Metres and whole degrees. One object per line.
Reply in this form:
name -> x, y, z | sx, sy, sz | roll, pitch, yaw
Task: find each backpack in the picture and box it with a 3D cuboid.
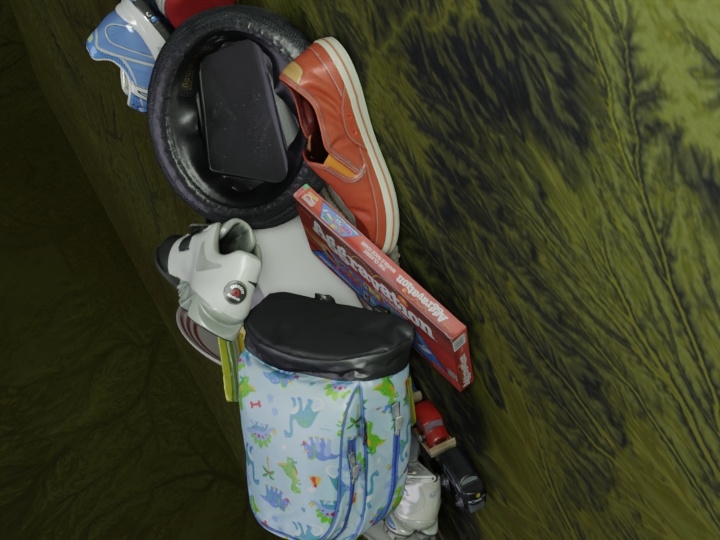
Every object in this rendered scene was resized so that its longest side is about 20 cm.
backpack -> -0.031, 0.140, 1.255 | 0.163, 0.154, 0.201 | 14, 130, 31

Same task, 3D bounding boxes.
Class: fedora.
fedora -> -0.096, -0.142, 1.303 | 0.201, 0.200, 0.092 | 67, -157, -9

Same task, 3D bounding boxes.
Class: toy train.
toy train -> 0.064, 0.154, 1.412 | 0.200, 0.034, 0.046 | 54, 159, 39

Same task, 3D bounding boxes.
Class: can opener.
can opener -> 0.024, 0.167, 1.445 | 0.200, 0.053, 0.067 | -147, 64, -70

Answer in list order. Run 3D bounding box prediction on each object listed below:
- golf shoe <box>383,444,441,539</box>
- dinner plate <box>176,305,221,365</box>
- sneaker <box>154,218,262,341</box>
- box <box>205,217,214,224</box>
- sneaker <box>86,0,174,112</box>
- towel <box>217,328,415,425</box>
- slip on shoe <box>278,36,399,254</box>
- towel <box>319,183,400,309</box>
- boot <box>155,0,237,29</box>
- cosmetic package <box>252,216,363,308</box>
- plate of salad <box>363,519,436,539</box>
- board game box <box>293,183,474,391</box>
golf shoe -> 0.038, 0.194, 1.564 | 0.200, 0.078, 0.098 | 54, 138, 43
dinner plate -> -0.121, 0.083, 1.689 | 0.200, 0.199, 0.024 | 50, 128, 48
sneaker -> -0.127, -0.009, 1.291 | 0.074, 0.089, 0.200 | 28, -174, -26
box -> -0.140, -0.049, 1.660 | 0.159, 0.046, 0.201 | 78, -176, -48
sneaker -> -0.189, -0.182, 1.408 | 0.200, 0.077, 0.076 | 52, -173, -35
towel -> -0.044, 0.095, 1.326 | 0.199, 0.018, 0.086 | 5, 117, 28
slip on shoe -> -0.018, -0.097, 1.215 | 0.074, 0.061, 0.201 | 40, 154, 56
towel -> 0.000, 0.000, 1.382 | 0.133, 0.034, 0.200 | 56, 165, 35
boot -> -0.124, -0.205, 1.372 | 0.145, 0.072, 0.200 | 62, -177, 13
cosmetic package -> -0.057, 0.034, 1.391 | 0.201, 0.085, 0.108 | 62, 164, -10
plate of salad -> 0.004, 0.256, 1.614 | 0.200, 0.048, 0.200 | 39, -165, -13
board game box -> 0.020, 0.015, 1.242 | 0.200, 0.019, 0.103 | 42, 163, 27
